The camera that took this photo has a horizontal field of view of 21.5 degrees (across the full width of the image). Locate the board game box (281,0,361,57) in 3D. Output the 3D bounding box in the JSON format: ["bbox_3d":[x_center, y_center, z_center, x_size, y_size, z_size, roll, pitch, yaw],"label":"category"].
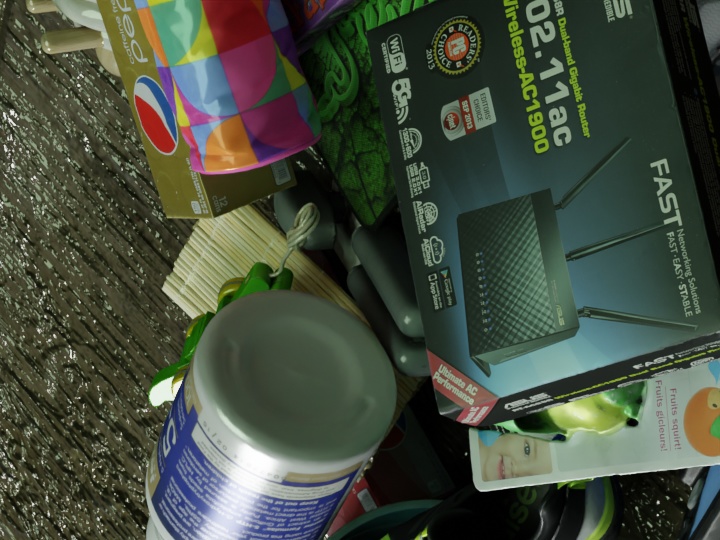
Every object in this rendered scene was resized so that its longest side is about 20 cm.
[{"bbox_3d":[-0.046,-0.191,1.080,0.120,0.032,0.200,62,151,2],"label":"board game box"}]

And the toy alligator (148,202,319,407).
[{"bbox_3d":[-0.064,0.035,1.174,0.054,0.059,0.200,31,128,-17],"label":"toy alligator"}]

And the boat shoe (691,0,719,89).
[{"bbox_3d":[0.161,-0.096,0.962,0.072,0.062,0.200,36,143,-6],"label":"boat shoe"}]

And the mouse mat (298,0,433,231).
[{"bbox_3d":[-0.002,-0.127,1.080,0.161,0.008,0.200,60,150,13],"label":"mouse mat"}]

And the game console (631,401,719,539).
[{"bbox_3d":[0.171,0.042,0.984,0.116,0.176,0.200,25,129,6],"label":"game console"}]

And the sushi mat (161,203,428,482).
[{"bbox_3d":[-0.046,0.036,1.201,0.200,0.012,0.096,43,123,24],"label":"sushi mat"}]

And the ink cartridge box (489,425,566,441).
[{"bbox_3d":[0.084,0.008,1.076,0.201,0.044,0.094,69,152,22],"label":"ink cartridge box"}]

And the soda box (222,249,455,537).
[{"bbox_3d":[-0.023,0.079,1.248,0.063,0.070,0.200,-42,73,46],"label":"soda box"}]

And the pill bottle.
[{"bbox_3d":[-0.063,0.115,1.129,0.120,0.119,0.200,51,142,21],"label":"pill bottle"}]

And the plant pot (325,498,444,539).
[{"bbox_3d":[0.019,0.263,1.198,0.201,0.200,0.188,62,155,9],"label":"plant pot"}]

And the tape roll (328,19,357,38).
[{"bbox_3d":[-0.001,-0.236,1.084,0.200,0.048,0.201,25,124,45],"label":"tape roll"}]

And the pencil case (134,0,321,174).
[{"bbox_3d":[-0.082,-0.154,1.052,0.088,0.088,0.201,0,111,49],"label":"pencil case"}]

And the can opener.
[{"bbox_3d":[0.000,0.000,1.157,0.200,0.066,0.053,-127,35,-55],"label":"can opener"}]

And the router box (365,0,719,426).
[{"bbox_3d":[0.094,-0.042,0.877,0.149,0.062,0.201,-20,73,30],"label":"router box"}]

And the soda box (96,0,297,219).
[{"bbox_3d":[-0.106,-0.134,1.125,0.068,0.064,0.201,4,113,59],"label":"soda box"}]

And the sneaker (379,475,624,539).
[{"bbox_3d":[0.051,0.148,1.043,0.200,0.083,0.072,-35,58,27],"label":"sneaker"}]

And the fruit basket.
[{"bbox_3d":[0.120,0.009,0.929,0.200,0.093,0.186,-14,76,49],"label":"fruit basket"}]

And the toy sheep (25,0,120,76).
[{"bbox_3d":[-0.148,-0.212,1.223,0.138,0.138,0.201,40,141,31],"label":"toy sheep"}]
